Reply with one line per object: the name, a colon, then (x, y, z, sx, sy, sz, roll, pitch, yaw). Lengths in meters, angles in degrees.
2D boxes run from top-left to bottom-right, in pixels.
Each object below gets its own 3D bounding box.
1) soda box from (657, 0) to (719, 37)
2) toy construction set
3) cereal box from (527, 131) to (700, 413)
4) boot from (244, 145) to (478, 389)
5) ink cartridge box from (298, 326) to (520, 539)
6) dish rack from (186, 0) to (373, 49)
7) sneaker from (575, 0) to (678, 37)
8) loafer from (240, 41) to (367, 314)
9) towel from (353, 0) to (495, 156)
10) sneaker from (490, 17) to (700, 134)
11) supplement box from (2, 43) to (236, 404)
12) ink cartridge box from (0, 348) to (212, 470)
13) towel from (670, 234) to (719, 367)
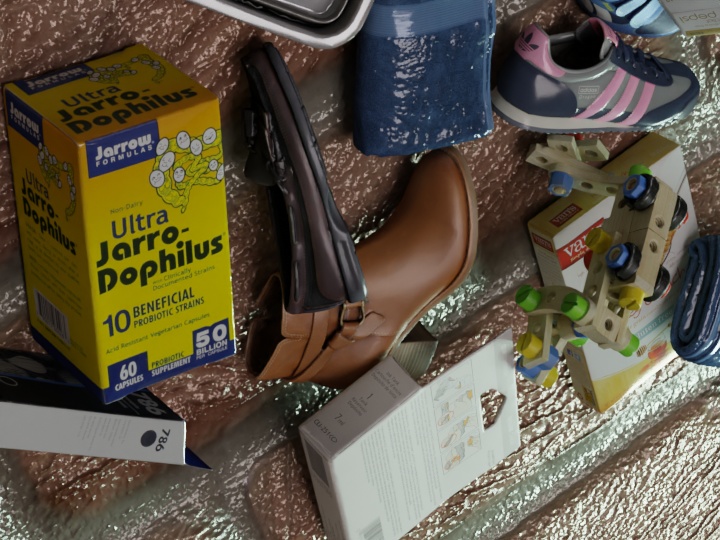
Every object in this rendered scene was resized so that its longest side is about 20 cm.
soda box: (0.277, -0.275, 1.750, 0.064, 0.068, 0.201, 43, 53, -44)
toy construction set: (0.178, -0.014, 1.801, 0.092, 0.131, 0.201, 18, 68, -35)
cereal box: (0.221, 0.003, 1.947, 0.144, 0.039, 0.201, -36, 132, -19)
boot: (0.000, 0.000, 1.750, 0.154, 0.074, 0.201, 1, 111, -34)
ink cartridge box: (0.042, 0.130, 1.831, 0.176, 0.045, 0.200, -36, 151, -16)
dish rack: (-0.044, -0.262, 1.570, 0.171, 0.044, 0.201, 17, 103, -33)
sneaker: (0.199, -0.224, 1.772, 0.200, 0.082, 0.074, 27, 95, -46)
loafer: (-0.053, -0.060, 1.657, 0.063, 0.072, 0.201, -21, 109, -3)
towel: (0.049, -0.181, 1.690, 0.111, 0.049, 0.201, -14, 123, -31)
sneaker: (0.194, -0.155, 1.807, 0.199, 0.070, 0.082, -9, 133, -36)
supplement box: (-0.160, -0.032, 1.576, 0.108, 0.109, 0.201, -21, 125, -28)
ink cartridge box: (-0.198, 0.094, 1.625, 0.199, 0.099, 0.039, 11, 106, -42)
towel: (0.335, 0.031, 2.008, 0.200, 0.048, 0.112, 8, 97, -55)
